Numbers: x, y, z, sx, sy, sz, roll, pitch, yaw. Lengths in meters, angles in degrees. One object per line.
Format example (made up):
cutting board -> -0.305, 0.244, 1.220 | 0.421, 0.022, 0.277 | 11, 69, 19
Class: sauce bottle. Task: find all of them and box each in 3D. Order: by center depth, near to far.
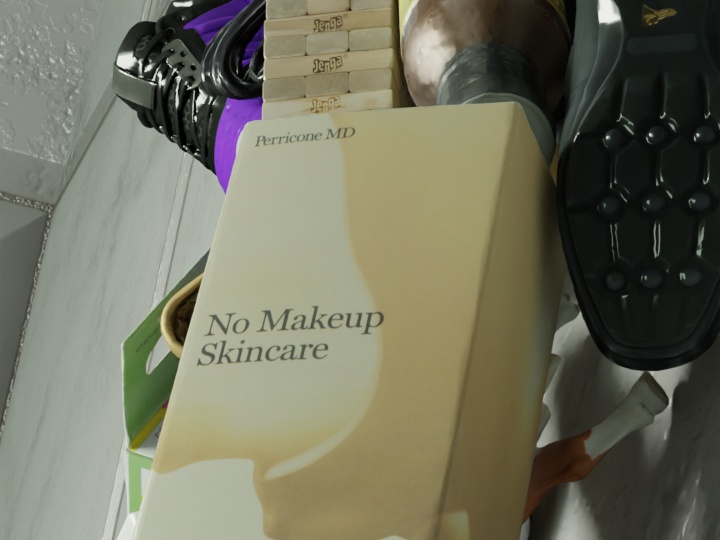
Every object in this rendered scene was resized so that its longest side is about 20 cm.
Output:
sauce bottle -> 0.046, -0.087, 0.996 | 0.200, 0.064, 0.065 | -93, 22, -61

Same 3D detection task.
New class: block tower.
block tower -> -0.008, -0.122, 1.104 | 0.058, 0.054, 0.201 | 73, -165, -58

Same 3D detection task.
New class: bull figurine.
bull figurine -> 0.037, 0.034, 0.982 | 0.121, 0.065, 0.200 | -40, 27, 12

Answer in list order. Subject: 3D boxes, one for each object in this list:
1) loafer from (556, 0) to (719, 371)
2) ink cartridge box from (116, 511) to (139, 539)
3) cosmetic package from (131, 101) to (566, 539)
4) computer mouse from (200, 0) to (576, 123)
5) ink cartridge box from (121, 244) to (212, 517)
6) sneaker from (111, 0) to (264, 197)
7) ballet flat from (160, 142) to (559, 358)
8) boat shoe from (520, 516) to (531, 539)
loafer -> 0.102, -0.053, 0.915 | 0.070, 0.068, 0.201 | 71, -161, -60
ink cartridge box -> -0.049, 0.210, 1.069 | 0.146, 0.084, 0.201 | 119, 140, -52
cosmetic package -> -0.001, 0.045, 0.852 | 0.071, 0.105, 0.201 | 64, -151, -46
computer mouse -> 0.035, -0.104, 1.146 | 0.200, 0.053, 0.139 | 23, 76, 43
ink cartridge box -> -0.058, 0.100, 1.220 | 0.104, 0.059, 0.201 | -49, -34, -52
sneaker -> -0.068, -0.074, 1.247 | 0.200, 0.099, 0.070 | -92, 15, -64
ballet flat -> 0.000, 0.000, 1.102 | 0.200, 0.063, 0.069 | -29, 62, 32
boat shoe -> 0.021, 0.082, 1.096 | 0.070, 0.071, 0.200 | -51, 12, -20
